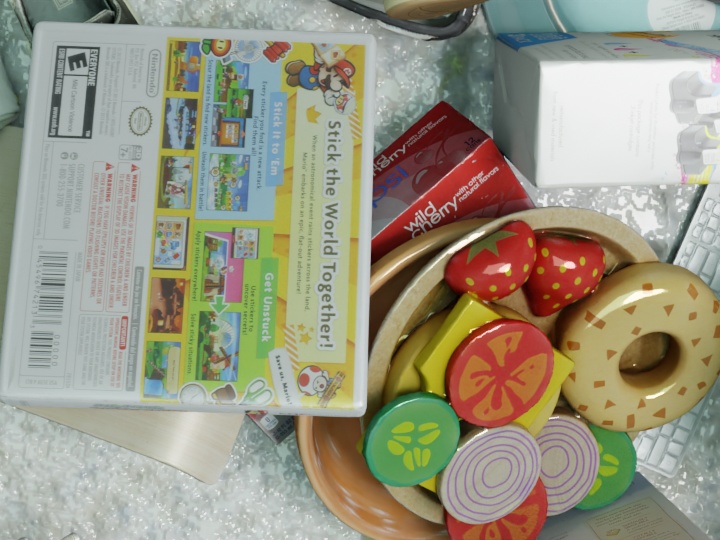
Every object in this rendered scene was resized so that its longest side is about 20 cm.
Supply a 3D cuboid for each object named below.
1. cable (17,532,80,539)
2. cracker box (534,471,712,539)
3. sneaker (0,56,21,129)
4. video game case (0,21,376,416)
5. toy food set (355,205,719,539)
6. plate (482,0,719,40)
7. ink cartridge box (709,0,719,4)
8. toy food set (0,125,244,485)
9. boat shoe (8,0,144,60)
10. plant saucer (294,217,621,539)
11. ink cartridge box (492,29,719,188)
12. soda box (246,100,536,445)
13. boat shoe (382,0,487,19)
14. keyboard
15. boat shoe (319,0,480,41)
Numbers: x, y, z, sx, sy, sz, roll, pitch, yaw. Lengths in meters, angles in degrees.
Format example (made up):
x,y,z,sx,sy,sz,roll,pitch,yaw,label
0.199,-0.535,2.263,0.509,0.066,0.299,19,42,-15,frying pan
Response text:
x,y,z,sx,sy,sz,roll,pitch,yaw,label
-0.187,0.266,0.811,0.199,0.069,0.201,-36,96,-1,cable
0.126,0.182,0.761,0.133,0.200,0.058,-21,100,-2,cracker box
-0.289,-0.087,0.782,0.198,0.074,0.117,-21,91,-4,sneaker
-0.084,-0.029,0.726,0.180,0.023,0.202,2,73,0,video game case
0.091,0.062,0.764,0.199,0.049,0.199,29,100,-34,toy food set
0.169,-0.178,0.834,0.198,0.026,0.203,0,92,-4,plate
0.313,-0.210,0.815,0.198,0.044,0.175,16,96,-14,ink cartridge box
-0.141,0.016,0.769,0.198,0.060,0.145,17,74,17,toy food set
-0.150,-0.120,0.794,0.070,0.064,0.201,-33,95,-2,boat shoe
0.053,0.060,0.796,0.198,0.037,0.202,-11,118,-20,plant saucer
0.179,-0.091,0.771,0.198,0.115,0.069,-2,107,-6,ink cartridge box
0.000,0.000,0.801,0.200,0.063,0.070,-40,125,-2,soda box
0.084,-0.182,0.752,0.199,0.071,0.065,-26,103,-35,boat shoe
0.204,0.023,0.854,0.056,0.011,0.202,23,91,-5,keyboard
-0.023,-0.189,0.797,0.199,0.060,0.074,32,107,-5,boat shoe
